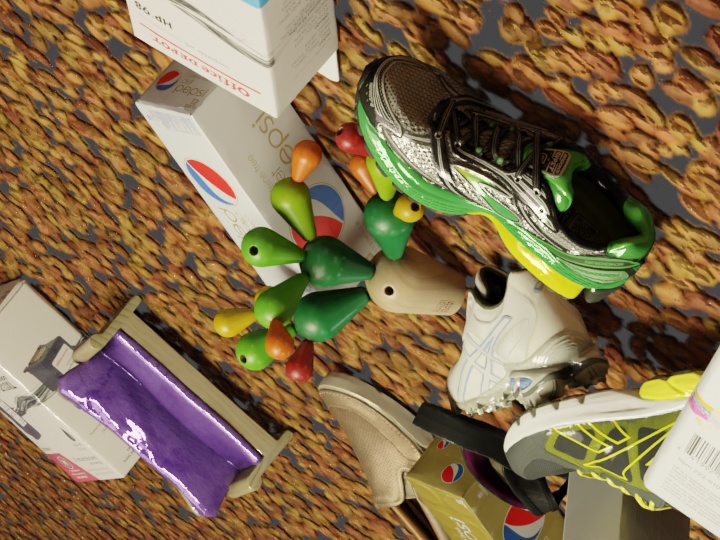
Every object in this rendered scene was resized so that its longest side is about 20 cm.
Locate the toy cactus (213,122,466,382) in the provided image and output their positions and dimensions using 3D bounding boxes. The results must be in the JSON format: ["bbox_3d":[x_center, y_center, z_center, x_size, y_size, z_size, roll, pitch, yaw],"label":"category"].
[{"bbox_3d":[0.000,0.000,1.610,0.165,0.200,0.102,14,-156,-32],"label":"toy cactus"}]

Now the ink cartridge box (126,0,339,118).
[{"bbox_3d":[-0.080,-0.169,1.462,0.116,0.067,0.200,31,158,19],"label":"ink cartridge box"}]

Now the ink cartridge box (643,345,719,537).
[{"bbox_3d":[0.258,0.081,1.331,0.144,0.085,0.200,34,146,11],"label":"ink cartridge box"}]

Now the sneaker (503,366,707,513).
[{"bbox_3d":[0.169,0.113,1.506,0.200,0.074,0.085,-20,77,43],"label":"sneaker"}]

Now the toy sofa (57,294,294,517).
[{"bbox_3d":[-0.167,0.124,2.170,0.200,0.098,0.083,42,160,-6],"label":"toy sofa"}]

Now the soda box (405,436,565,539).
[{"bbox_3d":[0.117,0.204,1.907,0.068,0.064,0.200,16,149,46],"label":"soda box"}]

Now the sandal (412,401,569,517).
[{"bbox_3d":[0.102,0.140,1.731,0.200,0.048,0.075,24,180,-45],"label":"sandal"}]

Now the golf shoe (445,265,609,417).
[{"bbox_3d":[0.101,0.042,1.624,0.097,0.078,0.200,68,160,1],"label":"golf shoe"}]

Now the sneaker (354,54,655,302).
[{"bbox_3d":[0.087,-0.065,1.409,0.200,0.078,0.085,32,153,-7],"label":"sneaker"}]

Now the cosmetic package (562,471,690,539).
[{"bbox_3d":[0.172,0.179,1.589,0.051,0.200,0.083,-25,119,26],"label":"cosmetic package"}]

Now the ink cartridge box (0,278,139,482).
[{"bbox_3d":[-0.300,0.110,2.380,0.200,0.084,0.145,44,158,-14],"label":"ink cartridge box"}]

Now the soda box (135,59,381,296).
[{"bbox_3d":[-0.064,-0.062,1.654,0.064,0.068,0.200,16,149,46],"label":"soda box"}]

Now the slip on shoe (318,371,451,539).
[{"bbox_3d":[0.032,0.164,1.970,0.200,0.061,0.076,48,158,-22],"label":"slip on shoe"}]
